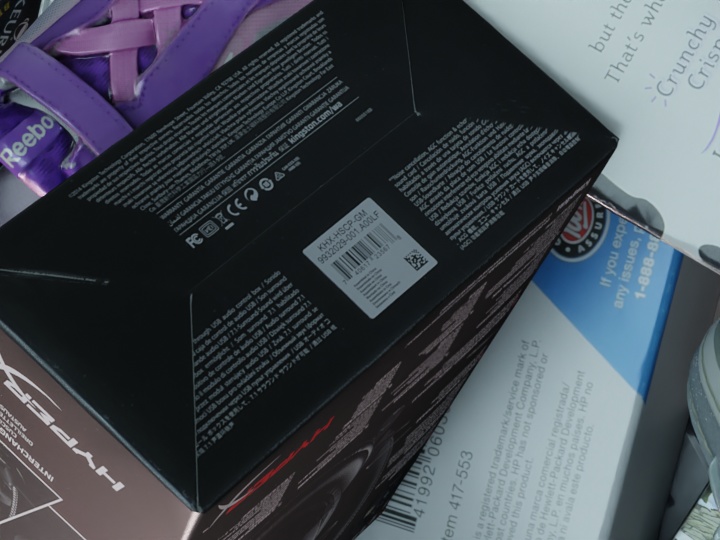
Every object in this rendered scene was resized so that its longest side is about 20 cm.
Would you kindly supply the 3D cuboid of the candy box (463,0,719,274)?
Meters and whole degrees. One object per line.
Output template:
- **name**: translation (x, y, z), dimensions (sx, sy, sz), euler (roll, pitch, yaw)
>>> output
- **candy box**: translation (0.134, -0.070, 0.632), dimensions (0.200, 0.072, 0.168), euler (31, 96, 3)

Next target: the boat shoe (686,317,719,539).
- **boat shoe**: translation (0.139, 0.103, 0.678), dimensions (0.065, 0.074, 0.202), euler (-30, 92, 43)

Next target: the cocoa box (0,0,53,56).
- **cocoa box**: translation (-0.180, -0.050, 0.785), dimensions (0.133, 0.131, 0.200), euler (34, 106, 14)

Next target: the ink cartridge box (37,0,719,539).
- **ink cartridge box**: translation (0.000, 0.000, 0.750), dimensions (0.199, 0.086, 0.147), euler (17, 100, 19)

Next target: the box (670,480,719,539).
- **box**: translation (0.194, 0.096, 0.715), dimensions (0.200, 0.038, 0.137), euler (34, 105, 14)

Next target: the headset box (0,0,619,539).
- **headset box**: translation (-0.040, 0.039, 0.612), dimensions (0.077, 0.149, 0.200), euler (43, 144, 10)

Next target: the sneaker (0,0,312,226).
- **sneaker**: translation (-0.061, -0.049, 0.678), dimensions (0.080, 0.088, 0.200), euler (40, 103, 14)
